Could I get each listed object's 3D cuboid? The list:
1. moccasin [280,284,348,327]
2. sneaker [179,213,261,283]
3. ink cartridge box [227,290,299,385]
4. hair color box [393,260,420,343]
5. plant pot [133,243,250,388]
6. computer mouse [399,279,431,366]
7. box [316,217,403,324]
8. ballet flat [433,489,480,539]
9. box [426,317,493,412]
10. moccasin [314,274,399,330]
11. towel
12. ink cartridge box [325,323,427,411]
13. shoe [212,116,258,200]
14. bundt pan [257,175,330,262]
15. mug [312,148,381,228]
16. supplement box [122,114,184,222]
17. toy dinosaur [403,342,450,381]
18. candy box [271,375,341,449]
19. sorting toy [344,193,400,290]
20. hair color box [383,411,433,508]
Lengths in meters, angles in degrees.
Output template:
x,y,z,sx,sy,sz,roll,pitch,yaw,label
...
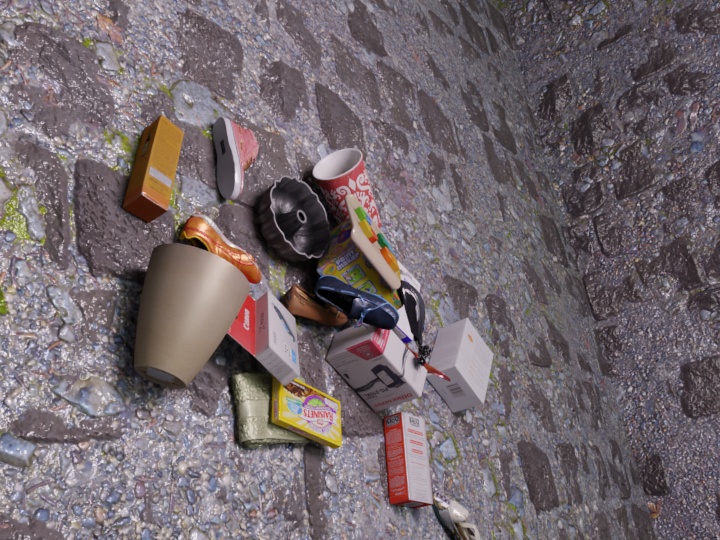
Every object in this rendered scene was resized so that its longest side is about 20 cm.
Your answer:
x,y,z,sx,sy,sz,roll,pitch,yaw,label
-0.092,0.074,1.593,0.199,0.079,0.074,23,13,-41,moccasin
-0.281,-0.028,1.418,0.199,0.072,0.078,41,62,-28,sneaker
-0.194,0.105,1.396,0.177,0.044,0.201,48,13,-28,ink cartridge box
0.096,0.087,1.875,0.109,0.064,0.202,44,40,-29,hair color box
-0.309,0.090,1.212,0.187,0.185,0.203,38,56,-35,plant pot
0.139,0.117,1.664,0.140,0.045,0.205,6,70,-81,computer mouse
0.000,0.000,1.686,0.194,0.121,0.201,52,15,-20,box
0.249,0.626,1.751,0.203,0.071,0.072,62,33,-6,ballet flat
0.282,0.266,1.989,0.153,0.105,0.201,52,36,-20,box
-0.014,0.083,1.529,0.196,0.082,0.068,22,26,8,moccasin
-0.172,0.272,1.398,0.198,0.036,0.151,14,58,-51,towel
0.040,0.220,1.634,0.201,0.143,0.085,49,37,-24,ink cartridge box
-0.266,-0.239,1.551,0.090,0.071,0.204,13,55,-44,shoe
-0.160,-0.109,1.617,0.201,0.075,0.206,34,44,-41,bundt pan
-0.026,-0.196,1.792,0.179,0.131,0.202,-98,167,-55,mug
-0.392,-0.196,1.348,0.068,0.066,0.204,32,46,-40,supplement box
0.117,0.204,1.764,0.106,0.195,0.184,-100,179,-48,toy dinosaur
-0.107,0.285,1.432,0.199,0.026,0.104,36,42,-44,candy box
0.032,-0.073,1.624,0.186,0.036,0.201,51,16,-27,sorting toy
0.113,0.450,1.673,0.101,0.061,0.204,28,50,-44,hair color box
